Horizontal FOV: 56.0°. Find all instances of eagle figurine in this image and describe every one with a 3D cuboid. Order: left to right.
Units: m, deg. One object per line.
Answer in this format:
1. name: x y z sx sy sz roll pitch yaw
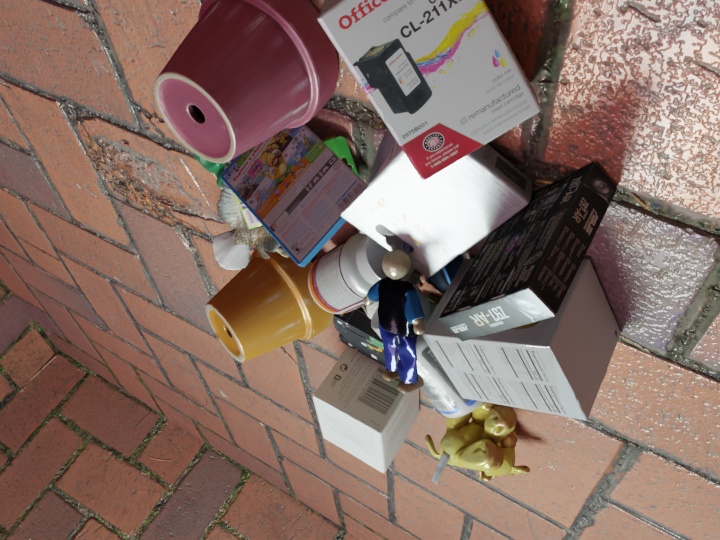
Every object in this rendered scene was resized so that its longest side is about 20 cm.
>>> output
1. eagle figurine: -0.160 -0.103 1.105 0.200 0.150 0.153 -42 60 54

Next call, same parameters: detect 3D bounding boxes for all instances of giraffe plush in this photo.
1. giraffe plush: 0.240 0.331 1.280 0.161 0.201 0.173 27 -168 -34

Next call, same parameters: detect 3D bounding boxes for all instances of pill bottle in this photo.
1. pill bottle: 0.000 0.000 1.102 0.110 0.110 0.199 43 149 -12
2. pill bottle: 0.113 0.125 1.065 0.200 0.114 0.113 49 148 -18

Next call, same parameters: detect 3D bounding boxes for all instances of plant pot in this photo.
1. plant pot: -0.155 -0.241 0.858 0.198 0.180 0.201 27 148 18
2. plant pot: -0.181 0.069 1.267 0.200 0.182 0.201 41 150 29

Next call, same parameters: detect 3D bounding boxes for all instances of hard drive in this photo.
1. hard drive: 0.041 0.143 1.310 0.198 0.038 0.140 28 159 22

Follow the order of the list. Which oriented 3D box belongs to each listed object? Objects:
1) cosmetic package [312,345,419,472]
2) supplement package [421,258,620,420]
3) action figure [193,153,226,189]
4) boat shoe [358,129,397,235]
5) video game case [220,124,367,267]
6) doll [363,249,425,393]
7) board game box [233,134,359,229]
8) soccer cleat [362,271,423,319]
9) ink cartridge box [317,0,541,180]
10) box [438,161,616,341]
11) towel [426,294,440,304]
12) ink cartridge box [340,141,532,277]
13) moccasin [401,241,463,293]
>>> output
1. cosmetic package: 0.019 0.283 1.423 0.164 0.165 0.201 24 147 21
2. supplement package: 0.224 0.087 0.940 0.198 0.152 0.151 1 136 44
3. action figure: -0.204 -0.218 1.073 0.118 0.055 0.200 42 143 -5
4. boat shoe: 0.048 -0.122 0.938 0.064 0.074 0.201 10 147 -9
5. video game case: -0.096 -0.123 0.956 0.200 0.143 0.018 46 -173 24
6. doll: 0.049 0.066 0.943 0.136 0.048 0.202 32 134 49
7. board game box: -0.097 -0.132 1.011 0.198 0.030 0.096 -13 113 20
8. soccer cleat: 0.047 0.049 1.167 0.077 0.069 0.200 38 153 5
9. ink cartridge box: 0.069 -0.219 0.685 0.145 0.083 0.201 -29 116 20
10. box: 0.191 -0.020 0.780 0.043 0.201 0.160 42 149 -12
11. towel: 0.190 0.120 1.156 0.198 0.023 0.144 23 148 24
12. ink cartridge box: 0.092 -0.094 0.867 0.162 0.057 0.200 34 140 -15
13. moccasin: 0.098 -0.032 0.981 0.067 0.081 0.201 10 140 30
